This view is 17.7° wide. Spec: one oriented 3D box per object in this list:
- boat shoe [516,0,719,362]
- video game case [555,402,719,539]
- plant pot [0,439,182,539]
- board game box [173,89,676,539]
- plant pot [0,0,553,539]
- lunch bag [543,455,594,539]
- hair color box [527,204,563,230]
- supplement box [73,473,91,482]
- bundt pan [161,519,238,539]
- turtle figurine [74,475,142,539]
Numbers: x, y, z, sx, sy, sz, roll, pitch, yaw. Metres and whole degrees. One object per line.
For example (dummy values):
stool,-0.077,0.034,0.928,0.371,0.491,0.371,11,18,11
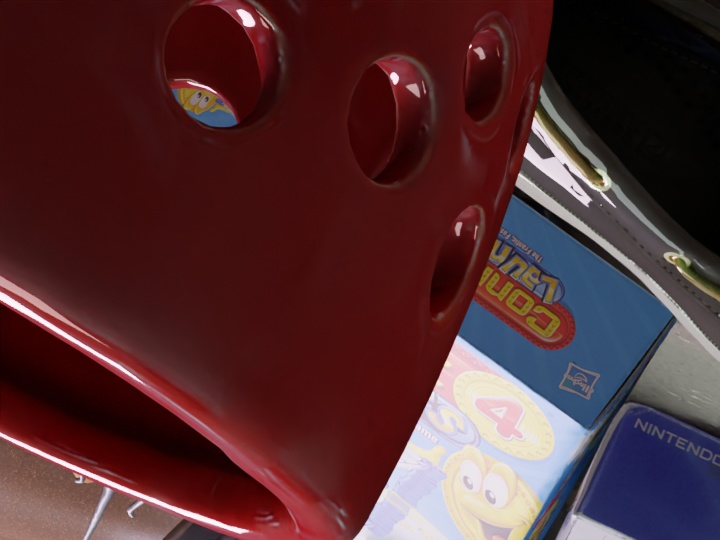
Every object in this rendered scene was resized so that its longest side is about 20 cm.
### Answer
boat shoe,0.107,-0.015,0.603,0.200,0.072,0.061,32,171,-12
video game case,0.162,0.117,0.769,0.199,0.046,0.181,25,167,7
plant pot,-0.174,0.075,1.306,0.197,0.202,0.200,23,170,-21
board game box,-0.010,0.023,0.809,0.199,0.056,0.196,36,150,10
plant pot,-0.053,-0.068,0.454,0.199,0.184,0.201,25,168,5
lunch bag,0.108,0.170,1.071,0.139,0.201,0.167,34,172,-25
hair color box,0.000,0.000,0.912,0.199,0.061,0.100,17,165,35
supplement box,-0.122,0.024,1.019,0.066,0.069,0.200,-9,153,6
bundt pan,-0.036,0.193,1.019,0.202,0.075,0.202,50,163,22
turtle figurine,-0.151,0.031,0.814,0.101,0.149,0.201,51,149,38
